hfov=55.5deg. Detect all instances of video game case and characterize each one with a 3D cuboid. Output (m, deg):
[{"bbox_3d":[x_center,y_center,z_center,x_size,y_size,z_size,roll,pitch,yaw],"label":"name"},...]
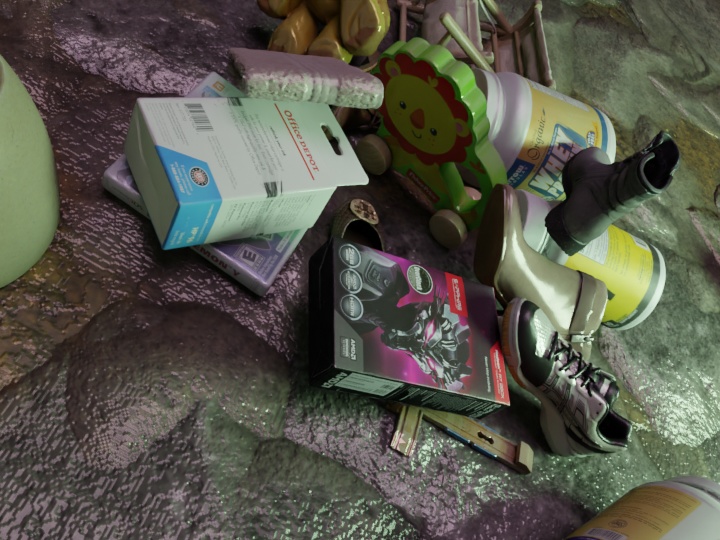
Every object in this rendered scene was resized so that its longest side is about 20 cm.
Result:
[{"bbox_3d":[-0.127,-0.097,0.695,0.181,0.023,0.201,35,48,-7],"label":"video game case"}]

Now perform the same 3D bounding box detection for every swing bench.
[{"bbox_3d":[0.159,-0.323,0.972,0.197,0.130,0.202,24,49,-23],"label":"swing bench"}]

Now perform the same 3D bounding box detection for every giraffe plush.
[{"bbox_3d":[-0.021,-0.337,0.851,0.169,0.205,0.162,8,10,22],"label":"giraffe plush"}]

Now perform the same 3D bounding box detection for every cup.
[{"bbox_3d":[-0.320,-0.099,0.506,0.197,0.143,0.204,17,52,-22],"label":"cup"}]

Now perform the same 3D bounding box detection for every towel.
[{"bbox_3d":[-0.064,-0.192,0.682,0.130,0.035,0.200,0,22,-15],"label":"towel"}]

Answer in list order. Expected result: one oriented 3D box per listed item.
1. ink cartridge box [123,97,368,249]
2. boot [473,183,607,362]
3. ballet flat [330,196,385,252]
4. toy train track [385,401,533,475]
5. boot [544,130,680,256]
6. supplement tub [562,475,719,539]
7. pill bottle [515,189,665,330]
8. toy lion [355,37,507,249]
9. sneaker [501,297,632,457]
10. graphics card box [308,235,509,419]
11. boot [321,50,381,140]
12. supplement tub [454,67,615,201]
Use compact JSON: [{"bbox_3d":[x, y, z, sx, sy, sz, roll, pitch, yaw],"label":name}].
[{"bbox_3d":[-0.103,-0.097,0.637,0.197,0.068,0.117,-11,64,-37],"label":"ink cartridge box"},{"bbox_3d":[0.196,0.013,0.739,0.143,0.204,0.070,4,19,-9],"label":"boot"},{"bbox_3d":[0.000,0.000,0.700,0.066,0.046,0.203,19,52,-18],"label":"ballet flat"},{"bbox_3d":[0.093,0.141,0.670,0.198,0.033,0.116,31,48,-11],"label":"toy train track"},{"bbox_3d":[0.277,-0.100,0.723,0.070,0.131,0.201,42,42,-9],"label":"boot"},{"bbox_3d":[0.260,0.278,0.604,0.197,0.146,0.147,-13,66,-37],"label":"supplement tub"},{"bbox_3d":[0.252,-0.014,0.821,0.197,0.115,0.116,22,50,-16],"label":"pill bottle"},{"bbox_3d":[0.084,-0.143,0.747,0.200,0.192,0.069,46,63,4],"label":"toy lion"},{"bbox_3d":[0.210,0.104,0.680,0.202,0.087,0.076,56,47,-26],"label":"sneaker"},{"bbox_3d":[0.046,0.056,0.630,0.197,0.051,0.128,17,56,-28],"label":"graphics card box"},{"bbox_3d":[0.004,-0.199,0.826,0.075,0.073,0.201,44,41,-10],"label":"boot"},{"bbox_3d":[0.208,-0.165,0.876,0.196,0.145,0.147,14,53,-23],"label":"supplement tub"}]
